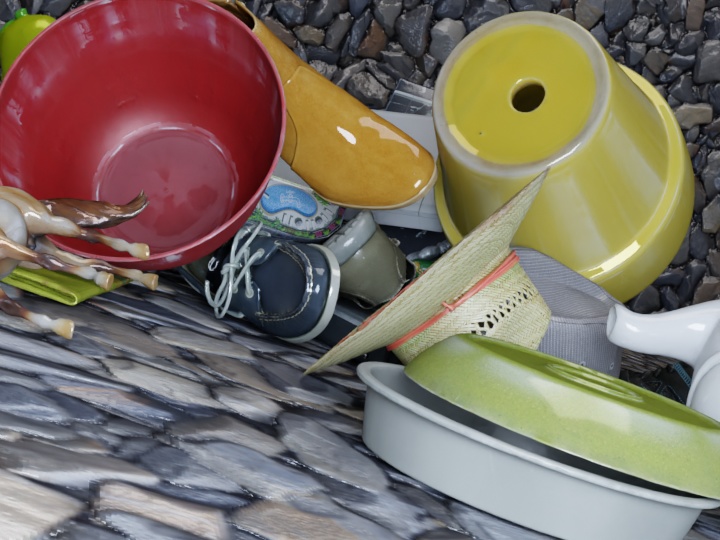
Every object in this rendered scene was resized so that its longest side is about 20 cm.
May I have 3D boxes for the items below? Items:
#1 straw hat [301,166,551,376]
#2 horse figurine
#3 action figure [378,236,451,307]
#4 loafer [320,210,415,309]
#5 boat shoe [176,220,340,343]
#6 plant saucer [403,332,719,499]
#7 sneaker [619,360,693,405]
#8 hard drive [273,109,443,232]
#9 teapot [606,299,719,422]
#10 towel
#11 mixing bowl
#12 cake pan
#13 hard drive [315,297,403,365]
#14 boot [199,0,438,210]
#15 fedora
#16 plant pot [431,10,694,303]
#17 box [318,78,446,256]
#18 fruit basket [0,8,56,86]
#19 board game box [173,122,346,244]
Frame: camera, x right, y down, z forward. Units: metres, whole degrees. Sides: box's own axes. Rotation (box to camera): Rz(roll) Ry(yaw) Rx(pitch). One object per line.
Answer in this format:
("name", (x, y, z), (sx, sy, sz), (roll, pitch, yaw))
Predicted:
("straw hat", (0.066, 0.032, 0.921), (0.085, 0.201, 0.201), (51, 5, 2))
("horse figurine", (-0.189, -0.015, 0.831), (0.131, 0.050, 0.200), (19, 16, 8))
("action figure", (0.103, -0.003, 1.231), (0.198, 0.055, 0.119), (-17, 54, -15))
("loafer", (0.000, 0.000, 1.150), (0.070, 0.075, 0.200), (50, 3, -2))
("boat shoe", (-0.077, 0.002, 1.069), (0.061, 0.076, 0.200), (19, 2, -28))
("plant saucer", (0.121, 0.072, 0.797), (0.198, 0.031, 0.200), (18, 4, -1))
("sneaker", (0.230, 0.101, 1.148), (0.198, 0.083, 0.073), (19, 5, 18))
("hard drive", (-0.006, -0.094, 1.283), (0.198, 0.027, 0.132), (8, 43, 19))
("teapot", (0.266, 0.096, 0.876), (0.145, 0.199, 0.199), (-17, 3, -32))
("towel", (-0.202, -0.005, 0.974), (0.085, 0.018, 0.200), (18, 4, 0))
("mixing bowl", (-0.144, -0.077, 1.021), (0.198, 0.201, 0.109), (20, -21, 11))
("cake pan", (0.087, 0.098, 0.772), (0.199, 0.037, 0.200), (19, 3, -1))
("hard drive", (0.021, 0.053, 1.159), (0.139, 0.033, 0.200), (17, 4, -34))
("boot", (-0.045, -0.123, 1.073), (0.200, 0.071, 0.144), (24, -21, 35))
("fedora", (0.127, 0.046, 1.044), (0.199, 0.091, 0.177), (12, 25, -42))
("plant pot", (0.140, -0.089, 1.107), (0.199, 0.202, 0.189), (21, -13, 25))
("box", (0.089, -0.038, 1.353), (0.195, 0.201, 0.124), (19, -27, 12))
("fruit basket", (-0.271, -0.130, 1.362), (0.215, 0.156, 0.216), (34, 4, -3))
("board game box", (-0.122, -0.049, 1.195), (0.198, 0.062, 0.200), (18, -17, -17))
